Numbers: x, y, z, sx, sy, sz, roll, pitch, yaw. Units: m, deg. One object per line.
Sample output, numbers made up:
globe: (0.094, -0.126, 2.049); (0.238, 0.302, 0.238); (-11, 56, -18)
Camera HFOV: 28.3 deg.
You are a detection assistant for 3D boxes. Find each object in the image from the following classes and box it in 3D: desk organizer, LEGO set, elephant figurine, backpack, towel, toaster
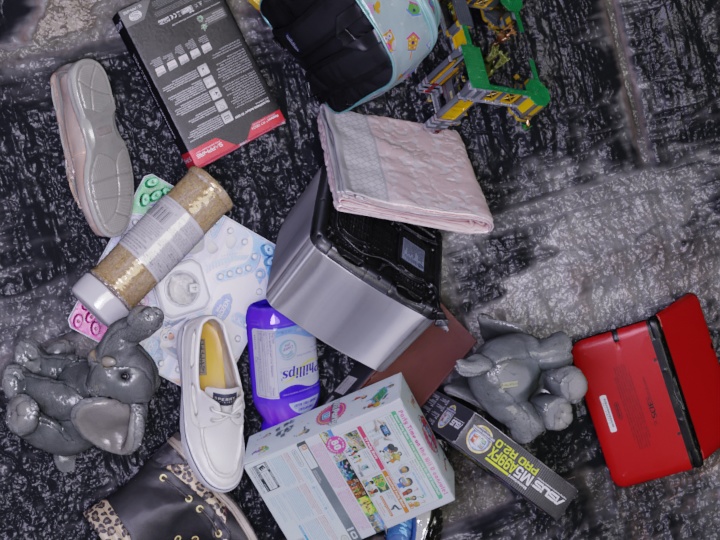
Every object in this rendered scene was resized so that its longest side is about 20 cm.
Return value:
desk organizer: (0.042, 0.128, 1.718); (0.077, 0.072, 0.200); (45, 77, -15)
LEGO set: (0.131, -0.249, 1.737); (0.153, 0.116, 0.201); (-7, 70, -37)
elephant figurine: (0.168, 0.122, 1.686); (0.141, 0.200, 0.156); (-29, 106, -11)
backpack: (0.002, -0.287, 1.618); (0.153, 0.200, 0.177); (-35, 99, -18)
elephant figurine: (-0.274, 0.130, 1.543); (0.198, 0.155, 0.143); (-8, 73, 18)
towel: (0.049, -0.121, 1.670); (0.189, 0.201, 0.032); (9, 126, -17)
toaster: (0.000, 0.000, 1.642); (0.180, 0.201, 0.119); (31, 121, -16)

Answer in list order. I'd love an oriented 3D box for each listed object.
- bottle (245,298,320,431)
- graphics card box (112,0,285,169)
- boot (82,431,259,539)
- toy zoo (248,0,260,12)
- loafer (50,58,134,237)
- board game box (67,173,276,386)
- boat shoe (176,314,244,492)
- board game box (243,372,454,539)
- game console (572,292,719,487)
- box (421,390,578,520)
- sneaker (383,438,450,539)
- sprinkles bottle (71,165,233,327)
bottle: (-0.088, 0.133, 1.669); (0.083, 0.065, 0.202); (-14, 105, -45)
graphics card box: (-0.187, -0.232, 1.657); (0.125, 0.051, 0.201); (-30, 99, -15)
boot: (-0.207, 0.305, 1.633); (0.150, 0.073, 0.201); (-35, 96, -16)
toy zoo: (-0.074, -0.354, 1.710); (0.200, 0.020, 0.131); (42, 78, -13)
loafer: (-0.307, -0.136, 1.621); (0.072, 0.062, 0.202); (-15, 98, -50)
board game box: (-0.207, 0.021, 1.661); (0.199, 0.026, 0.201); (30, 81, -16)
boat shoe: (-0.162, 0.148, 1.608); (0.070, 0.070, 0.202); (-2, 80, -27)
board game box: (-0.011, 0.225, 1.625); (0.199, 0.064, 0.148); (-23, 111, 13)
game console: (0.382, 0.154, 1.854); (0.171, 0.119, 0.202); (-18, 95, 14)
box: (0.150, 0.211, 1.682); (0.160, 0.200, 0.044); (37, 85, -15)
sneaker: (0.050, 0.291, 1.723); (0.088, 0.078, 0.202); (13, 102, 22)
sprinkles bottle: (-0.232, -0.026, 1.604); (0.068, 0.068, 0.200); (46, 77, -12)
